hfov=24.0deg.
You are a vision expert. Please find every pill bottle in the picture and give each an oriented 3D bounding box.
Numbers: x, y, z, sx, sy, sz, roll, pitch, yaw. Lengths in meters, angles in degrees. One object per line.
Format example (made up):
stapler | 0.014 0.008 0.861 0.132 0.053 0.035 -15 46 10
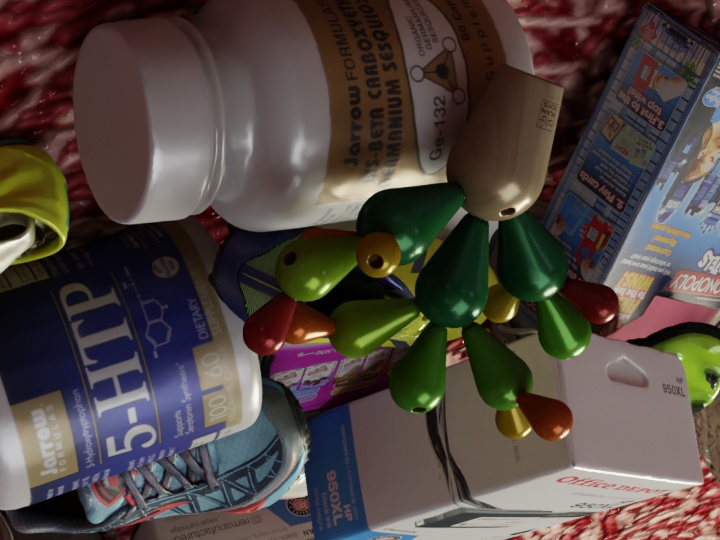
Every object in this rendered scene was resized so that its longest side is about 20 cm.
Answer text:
pill bottle | -0.026 -0.078 0.796 0.199 0.115 0.115 -9 144 -30
pill bottle | -0.162 0.055 0.876 0.199 0.120 0.120 -19 148 -18

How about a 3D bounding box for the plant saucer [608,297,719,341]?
plant saucer | 0.193 0.019 1.189 0.199 0.051 0.201 -22 149 -14

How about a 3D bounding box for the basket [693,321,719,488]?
basket | 0.322 0.099 1.330 0.135 0.124 0.200 -32 153 -2

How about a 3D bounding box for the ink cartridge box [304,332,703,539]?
ink cartridge box | 0.084 0.109 1.026 0.199 0.085 0.144 -24 156 38

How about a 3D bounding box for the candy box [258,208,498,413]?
candy box | 0.000 0.000 0.988 0.136 0.061 0.201 -12 146 -27

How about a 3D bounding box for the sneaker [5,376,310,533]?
sneaker | -0.121 0.119 0.973 0.199 0.080 0.095 -20 180 28

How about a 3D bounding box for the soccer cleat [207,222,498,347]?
soccer cleat | 0.011 0.016 0.867 0.199 0.084 0.065 9 105 -47

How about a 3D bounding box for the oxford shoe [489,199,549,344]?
oxford shoe | 0.116 0.042 1.100 0.075 0.058 0.201 -2 127 8

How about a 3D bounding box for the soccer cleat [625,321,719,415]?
soccer cleat | 0.191 0.071 1.127 0.067 0.081 0.200 23 149 -5

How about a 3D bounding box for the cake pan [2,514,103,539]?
cake pan | -0.251 0.226 1.137 0.199 0.037 0.201 -22 149 -14

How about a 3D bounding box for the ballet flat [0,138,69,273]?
ballet flat | -0.228 -0.005 0.784 0.199 0.067 0.067 -20 148 -16

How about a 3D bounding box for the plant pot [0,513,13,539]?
plant pot | -0.289 0.200 0.938 0.199 0.200 0.180 14 114 -49

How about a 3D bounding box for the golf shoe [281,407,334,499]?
golf shoe | -0.071 0.127 1.110 0.199 0.076 0.092 -8 147 -30

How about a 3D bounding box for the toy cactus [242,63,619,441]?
toy cactus | 0.050 -0.009 0.764 0.199 0.102 0.166 15 101 -31

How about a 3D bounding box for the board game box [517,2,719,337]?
board game box | 0.185 -0.042 1.033 0.199 0.062 0.201 11 116 -53

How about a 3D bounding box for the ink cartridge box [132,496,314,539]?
ink cartridge box | -0.068 0.272 1.197 0.146 0.201 0.145 -9 145 -30
